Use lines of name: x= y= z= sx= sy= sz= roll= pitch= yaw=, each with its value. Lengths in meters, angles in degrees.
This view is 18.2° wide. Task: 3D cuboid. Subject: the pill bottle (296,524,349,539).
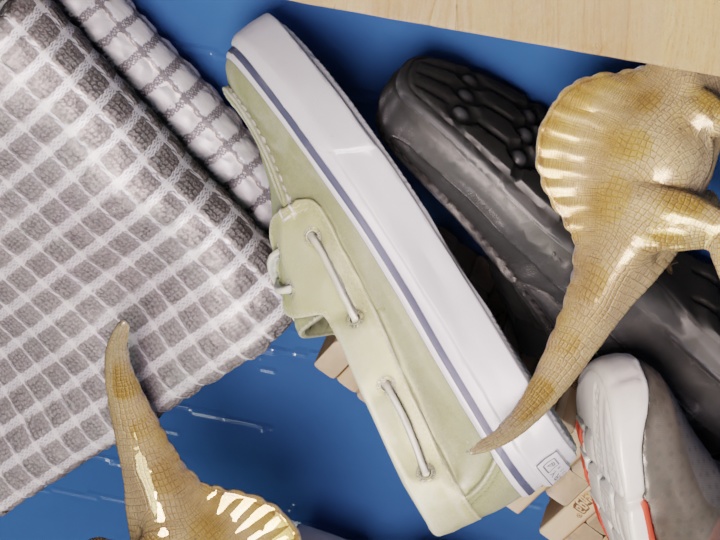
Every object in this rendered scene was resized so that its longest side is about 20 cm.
pill bottle: x=0.051 y=0.184 z=0.934 sx=0.199 sy=0.114 sz=0.115 roll=19 pitch=129 yaw=6

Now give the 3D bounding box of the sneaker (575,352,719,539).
sneaker: x=0.138 y=0.105 z=0.818 sx=0.081 sy=0.077 sz=0.201 roll=-23 pitch=118 yaw=1

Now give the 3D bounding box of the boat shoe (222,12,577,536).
boat shoe: x=0.000 y=0.000 z=0.795 sx=0.062 sy=0.072 sz=0.201 roll=-33 pitch=74 yaw=1

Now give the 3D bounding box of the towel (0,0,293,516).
towel: x=-0.129 y=-0.008 z=0.876 sx=0.166 sy=0.086 sz=0.200 roll=45 pitch=127 yaw=-14

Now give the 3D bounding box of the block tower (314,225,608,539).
block tower: x=0.081 y=0.065 z=0.874 sx=0.199 sy=0.058 sz=0.054 roll=35 pitch=129 yaw=-9

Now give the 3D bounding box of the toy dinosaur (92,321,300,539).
toy dinosaur: x=-0.074 y=0.110 z=0.862 sx=0.101 sy=0.058 sz=0.201 roll=-24 pitch=107 yaw=12

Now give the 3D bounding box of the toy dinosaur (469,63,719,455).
toy dinosaur: x=0.105 y=-0.021 z=0.768 sx=0.100 sy=0.058 sz=0.201 roll=19 pitch=87 yaw=-2

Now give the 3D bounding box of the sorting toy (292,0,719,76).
sorting toy: x=0.073 y=-0.170 z=0.673 sx=0.197 sy=0.070 sz=0.201 roll=11 pitch=128 yaw=13

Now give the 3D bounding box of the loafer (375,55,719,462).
loafer: x=0.077 y=0.003 z=0.820 sx=0.200 sy=0.068 sz=0.070 roll=40 pitch=122 yaw=-14
